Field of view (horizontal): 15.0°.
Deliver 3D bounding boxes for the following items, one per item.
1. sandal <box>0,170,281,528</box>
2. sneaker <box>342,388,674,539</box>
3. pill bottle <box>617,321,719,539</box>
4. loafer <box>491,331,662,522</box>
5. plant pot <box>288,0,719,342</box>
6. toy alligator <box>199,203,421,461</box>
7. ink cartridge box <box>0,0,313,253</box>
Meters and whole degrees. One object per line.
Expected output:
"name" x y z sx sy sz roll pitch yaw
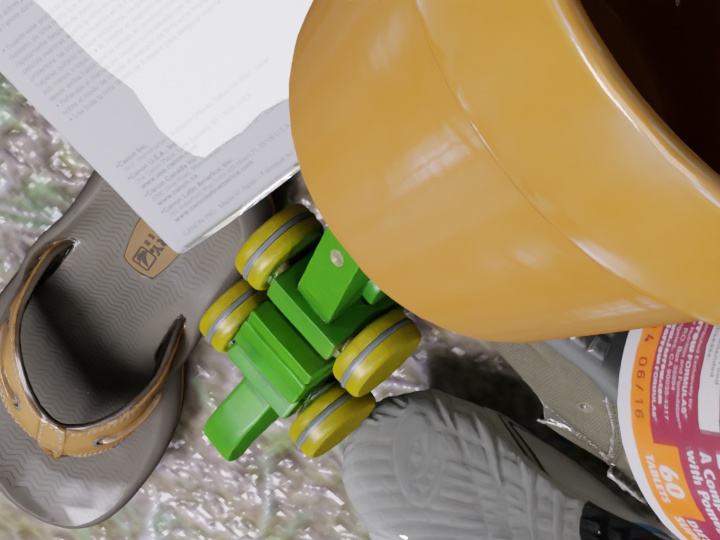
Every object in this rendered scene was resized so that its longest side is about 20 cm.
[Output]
"sandal" -0.088 0.027 0.938 0.081 0.055 0.200 33 133 -6
"sneaker" 0.073 0.107 0.881 0.200 0.072 0.072 41 -176 38
"pill bottle" 0.164 0.040 0.741 0.110 0.110 0.200 49 162 -19
"loafer" 0.100 0.034 0.861 0.200 0.075 0.070 47 163 -19
"plant pot" 0.075 -0.066 0.707 0.200 0.201 0.183 40 148 -12
"toy alligator" 0.000 0.000 0.870 0.059 0.054 0.200 47 142 12
"ink cartridge box" -0.078 -0.112 0.806 0.109 0.050 0.200 -35 108 26
